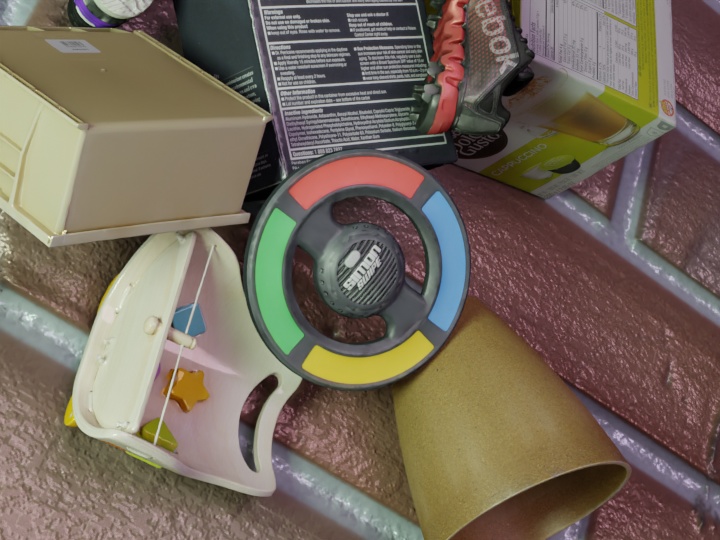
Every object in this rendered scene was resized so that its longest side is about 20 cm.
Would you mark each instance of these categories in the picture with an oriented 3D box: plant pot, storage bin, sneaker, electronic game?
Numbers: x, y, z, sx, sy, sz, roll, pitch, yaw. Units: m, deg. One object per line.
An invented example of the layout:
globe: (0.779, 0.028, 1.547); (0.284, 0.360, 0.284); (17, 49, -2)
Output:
plant pot: (0.104, 0.130, 1.236); (0.186, 0.186, 0.200); (-6, 57, -37)
storage bin: (-0.208, -0.114, 1.087); (0.198, 0.094, 0.200); (34, 27, 31)
sneaker: (0.107, -0.204, 1.240); (0.098, 0.071, 0.201); (14, 72, -9)
sneaker: (-0.192, -0.277, 1.243); (0.070, 0.099, 0.200); (47, 53, -15)
electronic game: (0.000, 0.000, 1.165); (0.200, 0.042, 0.200); (-3, 98, -22)

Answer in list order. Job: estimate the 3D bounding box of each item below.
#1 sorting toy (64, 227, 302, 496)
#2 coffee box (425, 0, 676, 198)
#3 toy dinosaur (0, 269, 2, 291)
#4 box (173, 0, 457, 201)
sorting toy: (-0.124, 0.092, 1.130); (0.180, 0.107, 0.200); (33, 52, -29)
coffee box: (0.173, -0.220, 1.416); (0.198, 0.200, 0.200); (18, 61, -28)
toy dinosaur: (-0.344, 0.003, 1.047); (0.200, 0.105, 0.182); (5, 74, 6)
box: (-0.040, -0.173, 1.263); (0.200, 0.123, 0.199); (-9, 88, -39)
